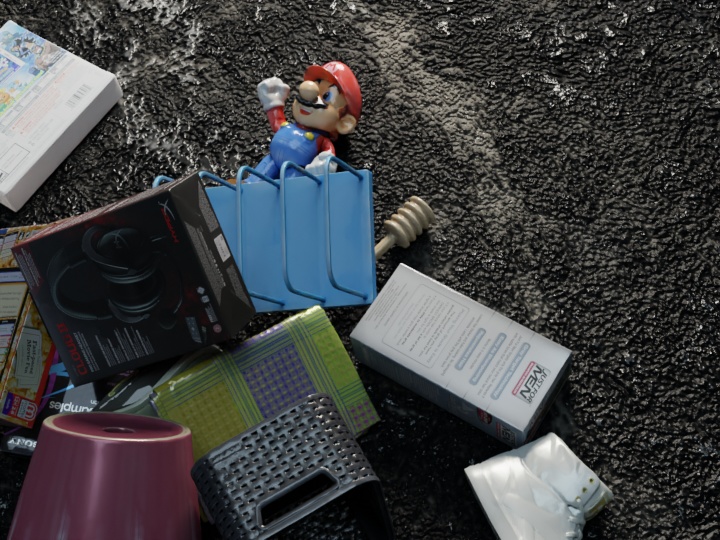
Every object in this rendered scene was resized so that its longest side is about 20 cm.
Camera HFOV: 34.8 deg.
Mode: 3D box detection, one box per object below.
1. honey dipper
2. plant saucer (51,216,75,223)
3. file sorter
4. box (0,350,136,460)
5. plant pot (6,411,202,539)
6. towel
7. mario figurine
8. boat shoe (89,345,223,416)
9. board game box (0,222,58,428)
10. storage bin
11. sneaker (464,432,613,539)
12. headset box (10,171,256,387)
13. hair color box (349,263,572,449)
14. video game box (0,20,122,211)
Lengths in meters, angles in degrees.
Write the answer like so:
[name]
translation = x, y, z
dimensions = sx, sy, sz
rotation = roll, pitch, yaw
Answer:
[honey dipper]
translation = 0.000, 0.000, 1.223
dimensions = 0.038, 0.038, 0.200
rotation = 39, 75, 25
[plant saucer]
translation = -0.315, 0.019, 1.254
dimensions = 0.199, 0.032, 0.201
rotation = -3, 61, 5
[file sorter]
translation = -0.097, -0.033, 1.158
dimensions = 0.199, 0.123, 0.140
rotation = -5, 81, 18
[box]
translation = -0.272, 0.102, 1.173
dimensions = 0.142, 0.036, 0.201
rotation = 8, 72, 5
[plant pot]
translation = -0.219, 0.222, 0.992
dimensions = 0.198, 0.200, 0.180
rotation = 6, 93, 11
[towel]
translation = -0.093, 0.136, 1.106
dimensions = 0.199, 0.023, 0.144
rotation = -29, 96, -20
[mario figurine]
translation = -0.074, -0.155, 1.274
dimensions = 0.123, 0.106, 0.201
rotation = 33, 74, -8
[boat shoe]
translation = -0.216, 0.139, 1.112
dimensions = 0.201, 0.072, 0.061
rotation = -38, 30, -13
[board game box]
translation = -0.365, 0.055, 1.170
dimensions = 0.151, 0.046, 0.201
rotation = -2, 68, 41
[storage bin]
translation = -0.055, 0.209, 1.012
dimensions = 0.135, 0.200, 0.094
rotation = -28, 60, -9
[sneaker]
translation = 0.187, 0.240, 1.038
dimensions = 0.115, 0.074, 0.201
rotation = -25, 59, -4
[headset box]
translation = -0.221, 0.013, 1.085
dimensions = 0.199, 0.077, 0.150
rotation = -17, 103, 18
[hair color box]
translation = 0.100, 0.085, 1.145
dimensions = 0.199, 0.061, 0.099
rotation = 28, 68, 21
[video game box]
translation = -0.417, -0.189, 1.376
dimensions = 0.182, 0.047, 0.200
rotation = 30, 68, 20
